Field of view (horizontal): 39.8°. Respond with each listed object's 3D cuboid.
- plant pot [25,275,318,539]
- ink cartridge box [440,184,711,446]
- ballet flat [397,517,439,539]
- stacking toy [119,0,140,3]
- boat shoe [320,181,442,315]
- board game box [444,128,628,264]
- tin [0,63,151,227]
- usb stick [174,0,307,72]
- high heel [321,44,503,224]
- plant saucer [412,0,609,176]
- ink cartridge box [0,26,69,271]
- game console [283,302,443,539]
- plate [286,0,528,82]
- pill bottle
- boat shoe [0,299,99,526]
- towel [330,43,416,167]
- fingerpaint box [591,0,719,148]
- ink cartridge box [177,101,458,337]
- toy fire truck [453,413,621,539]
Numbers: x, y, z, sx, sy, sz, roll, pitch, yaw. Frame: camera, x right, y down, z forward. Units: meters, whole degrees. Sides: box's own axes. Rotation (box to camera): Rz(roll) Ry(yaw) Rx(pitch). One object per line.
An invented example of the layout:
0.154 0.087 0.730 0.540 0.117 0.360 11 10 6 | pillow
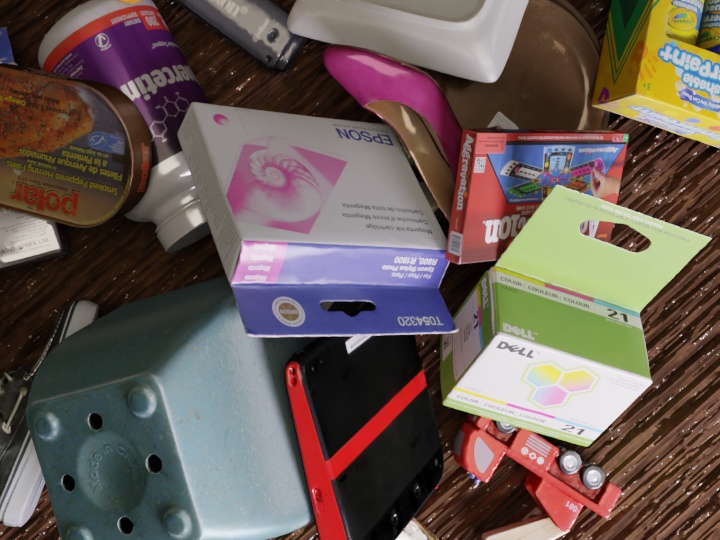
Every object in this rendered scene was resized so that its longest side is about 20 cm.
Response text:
-0.136 0.119 0.749 0.192 0.200 0.200 -15 93 21 | plant pot
0.168 0.042 0.795 0.145 0.201 0.077 17 47 -14 | ink cartridge box
-0.005 0.205 0.856 0.199 0.071 0.071 39 86 0 | ballet flat
-0.159 -0.301 0.827 0.114 0.110 0.203 19 68 -2 | stacking toy
0.000 0.000 0.876 0.200 0.068 0.071 -45 45 -13 | boat shoe
0.151 -0.064 0.830 0.197 0.019 0.105 -7 111 -40 | board game box
-0.254 -0.101 0.797 0.196 0.042 0.114 15 104 20 | tin
-0.137 -0.253 0.890 0.199 0.033 0.056 36 85 -1 | usb stick
0.043 -0.100 0.803 0.197 0.067 0.098 27 80 -16 | high heel
0.132 -0.152 0.868 0.196 0.029 0.205 -1 97 -12 | plant saucer
-0.336 -0.098 0.868 0.117 0.042 0.204 -14 90 -4 | ink cartridge box
0.008 0.124 0.794 0.031 0.200 0.180 -11 100 27 | game console
0.056 -0.270 0.849 0.197 0.032 0.202 18 71 18 | plate
-0.179 -0.123 0.841 0.111 0.112 0.202 -30 89 -4 | pill bottle
-0.282 0.115 0.842 0.070 0.072 0.203 22 88 -6 | boat shoe
0.054 -0.205 0.895 0.147 0.036 0.202 -34 90 -5 | towel
0.316 -0.201 0.866 0.196 0.073 0.170 14 86 -19 | fingerpaint box
-0.026 -0.042 0.776 0.193 0.044 0.202 1 49 -35 | ink cartridge box
0.153 0.221 0.871 0.198 0.049 0.143 32 86 -1 | toy fire truck
